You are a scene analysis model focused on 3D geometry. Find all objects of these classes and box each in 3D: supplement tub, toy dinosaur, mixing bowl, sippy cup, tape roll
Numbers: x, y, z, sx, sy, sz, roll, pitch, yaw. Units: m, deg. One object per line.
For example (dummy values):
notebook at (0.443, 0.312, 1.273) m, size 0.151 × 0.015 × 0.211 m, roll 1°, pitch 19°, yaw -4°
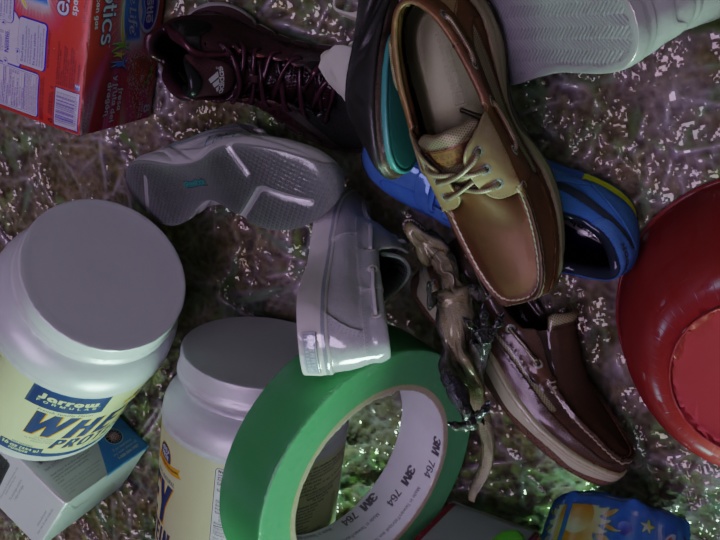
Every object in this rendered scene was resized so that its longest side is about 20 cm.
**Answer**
supplement tub at (-0.085, 0.152, 0.825) m, size 0.144 × 0.145 × 0.202 m, roll 16°, pitch 112°, yaw 21°
toy dinosaur at (0.069, 0.061, 0.688) m, size 0.047 × 0.088 × 0.202 m, roll -10°, pitch 92°, yaw -3°
supplement tub at (-0.229, 0.049, 0.827) m, size 0.145 × 0.145 × 0.200 m, roll 49°, pitch 138°, yaw 4°
mixing bowl at (0.247, 0.048, 0.651) m, size 0.198 × 0.108 × 0.202 m, roll 8°, pitch 109°, yaw 23°
sippy cup at (0.169, 0.226, 0.722) m, size 0.138 × 0.178 × 0.131 m, roll 4°, pitch 67°, yaw 26°
tape roll at (-0.006, 0.138, 0.748) m, size 0.048 × 0.199 × 0.202 m, roll 30°, pitch 120°, yaw 41°

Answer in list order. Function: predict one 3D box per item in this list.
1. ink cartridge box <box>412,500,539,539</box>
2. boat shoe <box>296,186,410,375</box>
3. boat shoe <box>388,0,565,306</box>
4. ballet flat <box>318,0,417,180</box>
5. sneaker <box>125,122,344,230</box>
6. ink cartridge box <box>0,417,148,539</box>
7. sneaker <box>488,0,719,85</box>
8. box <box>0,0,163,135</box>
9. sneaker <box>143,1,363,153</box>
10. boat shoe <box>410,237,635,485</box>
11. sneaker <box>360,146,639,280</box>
ink cartridge box at (0.070, 0.301, 0.782) m, size 0.083 × 0.145 × 0.202 m, roll 11°, pitch 119°, yaw 34°
boat shoe at (0.000, 0.000, 0.715) m, size 0.068 × 0.200 × 0.073 m, roll -1°, pitch 114°, yaw 6°
boat shoe at (0.062, -0.074, 0.636) m, size 0.075 × 0.074 × 0.202 m, roll -19°, pitch 92°, yaw 33°
ballet flat at (0.013, -0.158, 0.701) m, size 0.068 × 0.068 × 0.202 m, roll 3°, pitch 80°, yaw 32°
sneaker at (-0.084, -0.078, 0.764) m, size 0.199 × 0.080 × 0.071 m, roll 6°, pitch 127°, yaw 40°
ink cartridge box at (-0.304, 0.131, 0.942) m, size 0.200 × 0.116 × 0.068 m, roll 43°, pitch 120°, yaw 9°
sneaker at (0.141, -0.166, 0.654) m, size 0.200 × 0.115 × 0.074 m, roll 26°, pitch 137°, yaw 56°
box at (-0.212, -0.216, 0.795) m, size 0.099 × 0.095 × 0.202 m, roll 19°, pitch 114°, yaw 19°
sneaker at (-0.067, -0.126, 0.741) m, size 0.199 × 0.115 × 0.076 m, roll 23°, pitch 115°, yaw 18°
boat shoe at (0.123, 0.056, 0.733) m, size 0.202 × 0.075 × 0.075 m, roll 46°, pitch 118°, yaw 7°
sneaker at (0.089, -0.046, 0.699) m, size 0.199 × 0.079 × 0.066 m, roll 21°, pitch 120°, yaw 10°
